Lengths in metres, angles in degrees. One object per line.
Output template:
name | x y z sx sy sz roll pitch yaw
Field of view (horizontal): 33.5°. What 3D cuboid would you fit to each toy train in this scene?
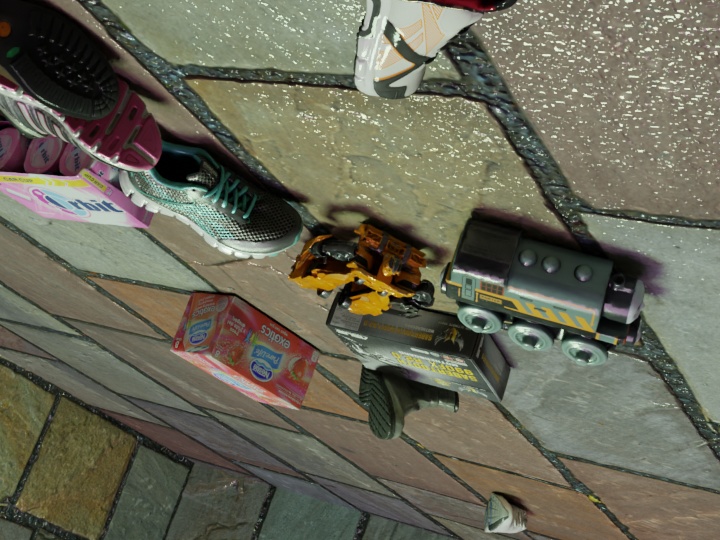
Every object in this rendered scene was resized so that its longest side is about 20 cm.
toy train | 0.168 0.020 1.112 0.197 0.086 0.115 17 153 13

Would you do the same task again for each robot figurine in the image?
robot figurine | 0.000 0.000 1.274 0.143 0.059 0.199 26 162 -18

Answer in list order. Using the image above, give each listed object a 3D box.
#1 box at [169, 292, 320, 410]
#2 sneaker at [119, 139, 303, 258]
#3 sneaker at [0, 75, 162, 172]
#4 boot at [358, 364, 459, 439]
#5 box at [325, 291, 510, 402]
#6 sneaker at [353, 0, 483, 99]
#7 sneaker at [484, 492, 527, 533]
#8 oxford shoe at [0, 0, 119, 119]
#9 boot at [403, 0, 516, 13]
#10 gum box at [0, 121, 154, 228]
box | -0.167 0.118 1.751 0.102 0.096 0.199 5 156 43
sneaker | -0.150 -0.076 1.202 0.197 0.079 0.091 20 159 -3
sneaker | -0.276 -0.152 1.120 0.198 0.075 0.087 29 161 -9
boot | 0.073 0.169 1.584 0.128 0.069 0.200 5 -168 -9
box | 0.074 0.096 1.487 0.197 0.049 0.159 13 160 25
sneaker | 0.040 -0.158 0.738 0.079 0.075 0.200 17 163 5
sneaker | 0.294 0.488 2.388 0.085 0.076 0.200 7 168 5
oxford shoe | -0.298 -0.199 1.036 0.199 0.073 0.084 33 176 -27
boot | 0.084 -0.184 0.479 0.197 0.153 0.073 9 160 32
gum box | -0.313 -0.106 1.304 0.198 0.067 0.113 7 159 38
